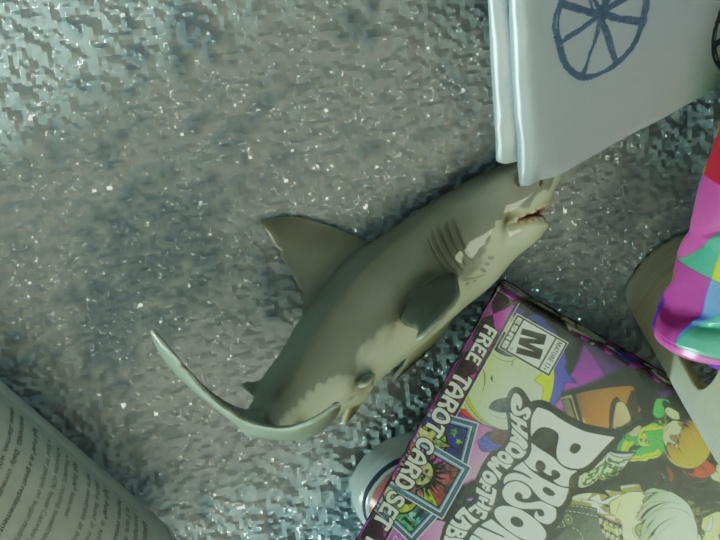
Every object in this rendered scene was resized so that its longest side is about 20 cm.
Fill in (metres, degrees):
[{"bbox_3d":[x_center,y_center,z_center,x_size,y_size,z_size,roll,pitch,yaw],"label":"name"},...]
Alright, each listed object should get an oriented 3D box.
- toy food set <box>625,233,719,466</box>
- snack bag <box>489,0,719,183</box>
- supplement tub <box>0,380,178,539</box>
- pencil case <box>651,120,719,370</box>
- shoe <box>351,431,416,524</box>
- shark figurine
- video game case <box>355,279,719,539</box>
[{"bbox_3d":[0.226,0.053,0.996,0.199,0.144,0.061,8,119,-17],"label":"toy food set"},{"bbox_3d":[0.126,-0.151,0.876,0.200,0.021,0.189,-27,127,-28],"label":"snack bag"},{"bbox_3d":[-0.174,0.109,0.947,0.132,0.132,0.200,-38,120,11],"label":"supplement tub"},{"bbox_3d":[0.176,-0.052,0.882,0.088,0.088,0.201,11,104,-18],"label":"pencil case"},{"bbox_3d":[0.086,0.147,1.051,0.200,0.091,0.072,31,109,-26],"label":"shoe"},{"bbox_3d":[-0.016,0.015,0.947,0.090,0.214,0.128,47,140,7],"label":"shark figurine"},{"bbox_3d":[0.090,0.135,0.999,0.181,0.036,0.201,30,97,3],"label":"video game case"}]
